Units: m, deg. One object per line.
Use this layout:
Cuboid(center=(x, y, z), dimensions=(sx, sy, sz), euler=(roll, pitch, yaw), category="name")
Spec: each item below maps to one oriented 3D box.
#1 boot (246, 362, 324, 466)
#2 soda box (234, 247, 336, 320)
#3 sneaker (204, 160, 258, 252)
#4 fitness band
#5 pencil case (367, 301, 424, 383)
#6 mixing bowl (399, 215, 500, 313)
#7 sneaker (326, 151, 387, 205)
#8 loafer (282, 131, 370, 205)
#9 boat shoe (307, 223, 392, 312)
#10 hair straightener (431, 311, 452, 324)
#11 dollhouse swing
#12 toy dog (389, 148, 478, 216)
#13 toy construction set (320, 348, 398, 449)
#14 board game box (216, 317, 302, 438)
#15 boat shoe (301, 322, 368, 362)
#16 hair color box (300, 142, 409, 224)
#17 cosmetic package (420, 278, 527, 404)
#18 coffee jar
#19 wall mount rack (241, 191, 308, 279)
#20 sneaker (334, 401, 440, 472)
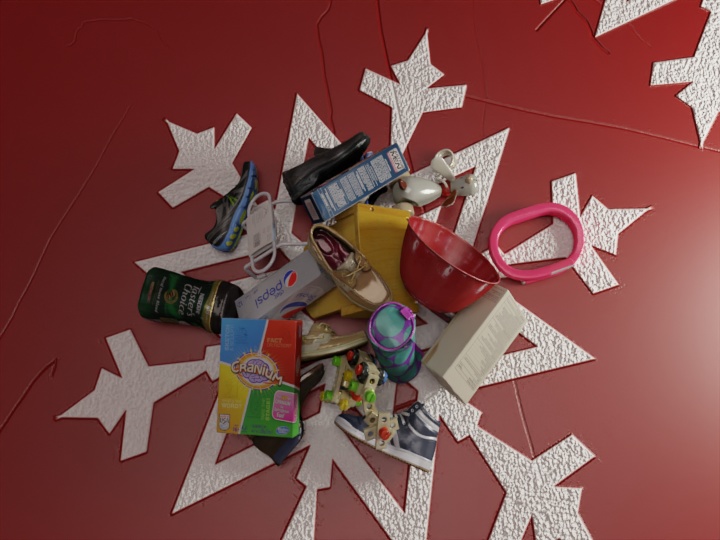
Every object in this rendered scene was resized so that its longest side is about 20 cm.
Cuboid(center=(-0.121, 0.273, 1.108), dimensions=(0.199, 0.075, 0.097), euler=(-43, 84, 3), category="boot")
Cuboid(center=(-0.145, 0.045, 1.123), dimensions=(0.197, 0.063, 0.070), euler=(-34, 57, 15), category="soda box")
Cuboid(center=(-0.271, -0.143, 1.230), dimensions=(0.080, 0.071, 0.206), euler=(19, 79, 6), category="sneaker")
Cuboid(center=(0.353, -0.056, 1.174), dimensions=(0.193, 0.038, 0.148), euler=(-16, 71, -1), category="fitness band")
Cuboid(center=(0.068, 0.135, 1.056), dimensions=(0.090, 0.201, 0.087), euler=(-27, 63, -5), category="pencil case")
Cuboid(center=(0.143, 0.003, 1.064), dimensions=(0.198, 0.199, 0.110), euler=(37, 111, 13), category="mixing bowl")
Cuboid(center=(-0.027, -0.169, 1.212), dimensions=(0.192, 0.081, 0.119), euler=(-13, 71, -1), category="sneaker")
Cuboid(center=(-0.070, -0.218, 1.154), dimensions=(0.197, 0.073, 0.073), euler=(-36, 78, -1), category="loafer")
Cuboid(center=(-0.023, -0.005, 1.036), dimensions=(0.198, 0.067, 0.074), euler=(40, 79, 11), category="boat shoe")
Cuboid(center=(0.145, 0.039, 1.162), dimensions=(0.197, 0.041, 0.078), euler=(33, 89, 18), category="hair straightener")
Cuboid(center=(0.000, 0.000, 1.171), dimensions=(0.176, 0.175, 0.208), euler=(5, 71, -30), category="dollhouse swing")
Cuboid(center=(0.141, -0.176, 1.191), dimensions=(0.196, 0.097, 0.134), euler=(-30, 74, -4), category="toy dog")
Cuboid(center=(-0.004, 0.216, 1.024), dimensions=(0.090, 0.199, 0.135), euler=(16, 99, -33), category="toy construction set")
Cuboid(center=(-0.184, 0.192, 1.066), dimensions=(0.147, 0.040, 0.209), euler=(0, 86, 10), category="board game box")
Cuboid(center=(-0.083, 0.136, 1.127), dimensions=(0.192, 0.074, 0.069), euler=(-12, 77, 2), category="boat shoe")
Cuboid(center=(-0.012, -0.165, 1.117), dimensions=(0.196, 0.100, 0.062), euler=(-32, 101, -16), category="hair color box")
Cuboid(center=(0.213, 0.131, 1.088), dimensions=(0.201, 0.106, 0.071), euler=(-49, 36, -10), category="cosmetic package")
Cuboid(center=(-0.336, 0.063, 1.170), dimensions=(0.192, 0.086, 0.108), euler=(10, 75, 7), category="coffee jar")
Cuboid(center=(-0.159, -0.077, 1.166), dimensions=(0.170, 0.074, 0.205), euler=(-27, 51, 19), category="wall mount rack")
Cuboid(center=(0.054, 0.281, 1.085), dimensions=(0.194, 0.070, 0.111), euler=(22, 77, 9), category="sneaker")
